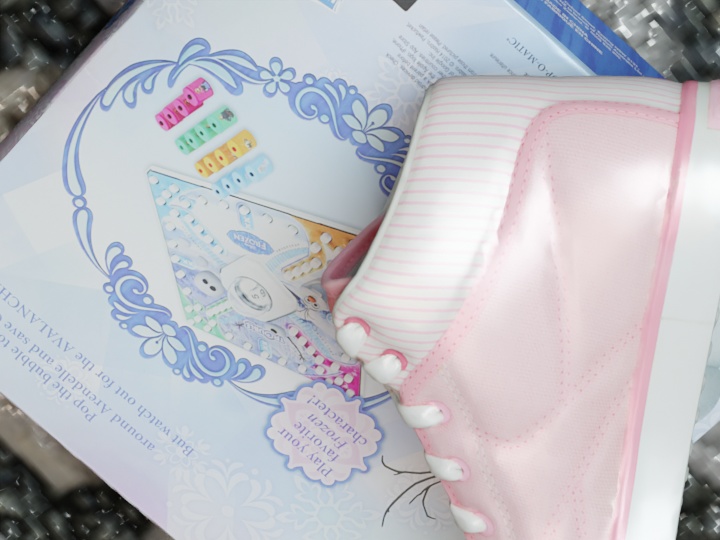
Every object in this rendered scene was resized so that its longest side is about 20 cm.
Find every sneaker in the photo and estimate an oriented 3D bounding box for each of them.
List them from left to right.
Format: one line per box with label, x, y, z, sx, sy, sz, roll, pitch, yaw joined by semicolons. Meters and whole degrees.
sneaker;0.037;0.040;0.760;0.104;0.075;0.201;8;110;1

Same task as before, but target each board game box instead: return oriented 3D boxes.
board game box;0.000;0.000;0.816;0.200;0.043;0.199;41;116;-10
